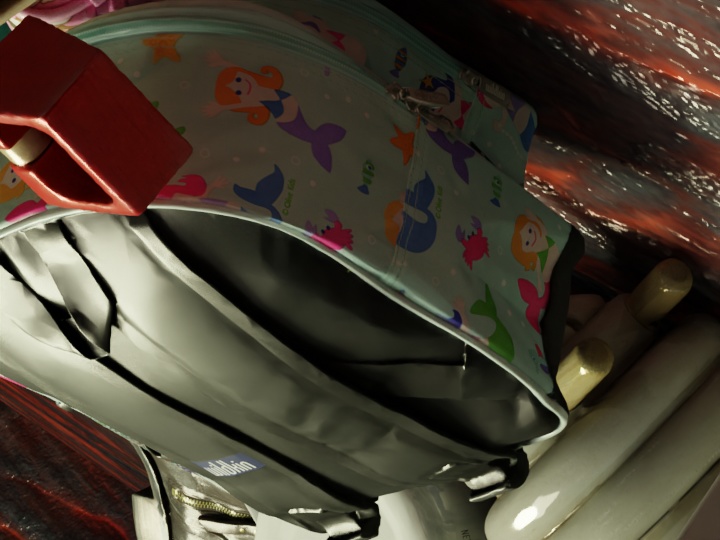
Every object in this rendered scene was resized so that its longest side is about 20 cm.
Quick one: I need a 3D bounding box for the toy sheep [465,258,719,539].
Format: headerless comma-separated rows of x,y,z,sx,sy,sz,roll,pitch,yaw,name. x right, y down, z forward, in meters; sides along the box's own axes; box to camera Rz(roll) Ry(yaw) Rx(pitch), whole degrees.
0.103,0.070,0.944,0.200,0.138,0.138,49,170,7,toy sheep

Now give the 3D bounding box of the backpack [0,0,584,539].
-0.040,-0.011,0.850,0.199,0.152,0.177,24,148,-38,backpack

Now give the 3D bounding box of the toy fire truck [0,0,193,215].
-0.099,-0.104,0.784,0.199,0.141,0.049,24,164,47,toy fire truck

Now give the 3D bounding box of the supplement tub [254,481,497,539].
0.064,0.117,1.063,0.199,0.123,0.122,-4,-160,-42,supplement tub

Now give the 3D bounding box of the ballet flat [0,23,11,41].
-0.204,-0.136,1.191,0.200,0.068,0.067,43,176,24,ballet flat

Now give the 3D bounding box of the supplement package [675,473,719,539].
0.163,0.127,0.785,0.121,0.201,0.120,27,165,40,supplement package

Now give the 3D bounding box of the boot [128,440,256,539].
-0.028,0.090,1.210,0.173,0.069,0.201,13,129,27,boot

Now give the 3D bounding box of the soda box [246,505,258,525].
-0.058,0.017,1.129,0.201,0.068,0.063,60,-172,4,soda box

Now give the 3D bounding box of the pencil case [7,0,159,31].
-0.095,-0.096,0.961,0.086,0.083,0.200,18,164,11,pencil case
